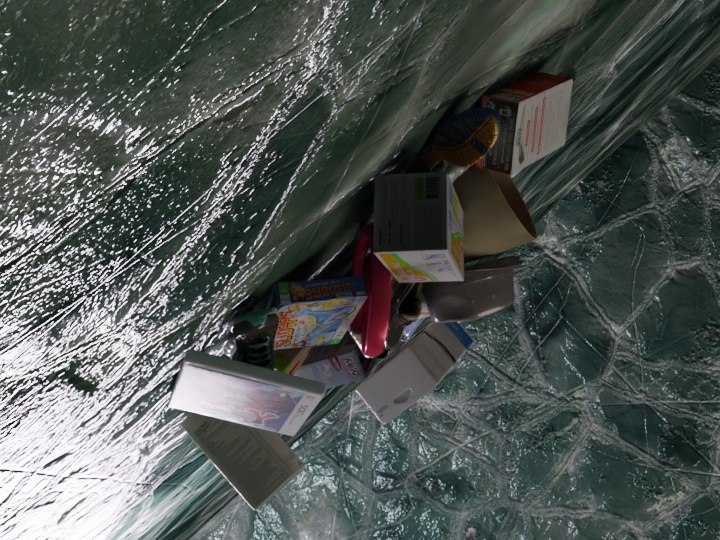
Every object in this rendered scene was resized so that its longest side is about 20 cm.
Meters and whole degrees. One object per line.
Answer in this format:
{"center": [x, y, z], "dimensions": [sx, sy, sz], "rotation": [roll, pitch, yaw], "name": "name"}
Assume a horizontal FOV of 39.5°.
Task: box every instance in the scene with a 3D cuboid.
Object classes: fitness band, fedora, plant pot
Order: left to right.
{"center": [0.014, 0.029, 1.516], "dimensions": [0.037, 0.201, 0.144], "rotation": [4, 161, -11], "name": "fitness band"}
{"center": [0.150, -0.084, 1.603], "dimensions": [0.200, 0.188, 0.187], "rotation": [-30, 174, 17], "name": "plant pot"}
{"center": [0.172, 0.036, 1.635], "dimensions": [0.199, 0.091, 0.177], "rotation": [-11, 178, -16], "name": "fedora"}

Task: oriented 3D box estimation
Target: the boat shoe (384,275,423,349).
{"center": [0.063, 0.058, 1.583], "dimensions": [0.072, 0.066, 0.201], "rotation": [-34, 145, -38], "name": "boat shoe"}

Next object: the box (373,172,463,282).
{"center": [0.087, -0.055, 1.419], "dimensions": [0.101, 0.113, 0.200], "rotation": [-2, 168, 12], "name": "box"}

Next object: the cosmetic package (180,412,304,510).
{"center": [-0.203, 0.301, 1.731], "dimensions": [0.105, 0.200, 0.071], "rotation": [-43, 172, 10], "name": "cosmetic package"}

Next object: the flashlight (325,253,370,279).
{"center": [0.000, 0.000, 1.657], "dimensions": [0.200, 0.068, 0.068], "rotation": [-42, -163, -24], "name": "flashlight"}

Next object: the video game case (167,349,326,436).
{"center": [-0.167, 0.180, 1.441], "dimensions": [0.182, 0.199, 0.023], "rotation": [122, -20, -57], "name": "video game case"}

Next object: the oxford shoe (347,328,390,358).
{"center": [0.021, 0.107, 1.680], "dimensions": [0.070, 0.075, 0.200], "rotation": [-10, 166, 17], "name": "oxford shoe"}

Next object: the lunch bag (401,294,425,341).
{"center": [0.116, 0.008, 1.863], "dimensions": [0.200, 0.127, 0.170], "rotation": [-55, -177, 43], "name": "lunch bag"}

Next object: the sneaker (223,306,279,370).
{"center": [-0.146, 0.117, 1.436], "dimensions": [0.077, 0.091, 0.200], "rotation": [-16, 161, -15], "name": "sneaker"}

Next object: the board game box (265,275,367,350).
{"center": [-0.078, 0.068, 1.519], "dimensions": [0.135, 0.035, 0.200], "rotation": [-5, 157, -16], "name": "board game box"}

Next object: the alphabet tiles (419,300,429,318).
{"center": [0.037, 0.072, 1.738], "dimensions": [0.195, 0.015, 0.200], "rotation": [-15, 164, 33], "name": "alphabet tiles"}

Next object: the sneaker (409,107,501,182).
{"center": [0.141, -0.182, 1.421], "dimensions": [0.088, 0.075, 0.200], "rotation": [-45, -177, -36], "name": "sneaker"}

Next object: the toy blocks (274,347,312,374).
{"center": [-0.112, 0.123, 1.692], "dimensions": [0.137, 0.100, 0.200], "rotation": [-52, 174, -15], "name": "toy blocks"}

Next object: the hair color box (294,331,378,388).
{"center": [-0.068, 0.167, 1.803], "dimensions": [0.200, 0.061, 0.099], "rotation": [-19, -160, 28], "name": "hair color box"}

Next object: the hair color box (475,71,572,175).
{"center": [0.249, -0.225, 1.514], "dimensions": [0.200, 0.064, 0.111], "rotation": [-31, 130, -52], "name": "hair color box"}

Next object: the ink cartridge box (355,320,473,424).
{"center": [0.098, 0.169, 1.777], "dimensions": [0.145, 0.084, 0.200], "rotation": [-42, 177, 28], "name": "ink cartridge box"}
